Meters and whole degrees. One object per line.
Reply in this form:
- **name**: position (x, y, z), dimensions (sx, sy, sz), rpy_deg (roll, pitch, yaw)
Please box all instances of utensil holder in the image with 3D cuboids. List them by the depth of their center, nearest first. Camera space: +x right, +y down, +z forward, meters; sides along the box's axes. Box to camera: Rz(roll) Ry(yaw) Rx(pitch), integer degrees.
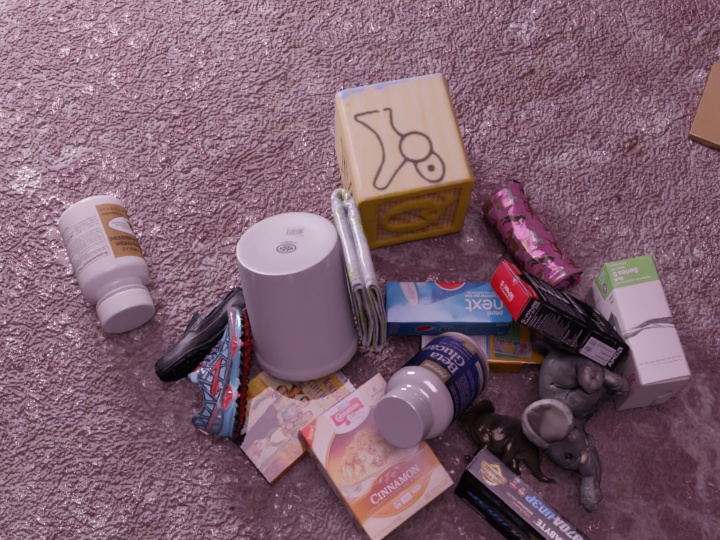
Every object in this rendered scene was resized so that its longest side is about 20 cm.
- **utensil holder**: position (-0.097, 0.039, 1.604), dimensions (0.167, 0.202, 0.171), rpy_deg (-6, 38, 5)

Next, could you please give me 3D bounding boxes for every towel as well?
- **towel**: position (0.000, 0.000, 1.619), dimensions (0.047, 0.173, 0.202), rpy_deg (-13, 51, -3)

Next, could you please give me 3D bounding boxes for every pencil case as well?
- **pencil case**: position (0.285, -0.050, 1.743), dimensions (0.086, 0.083, 0.202), rpy_deg (-30, 71, -6)

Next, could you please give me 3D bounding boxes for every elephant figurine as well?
- **elephant figurine**: position (0.311, 0.233, 1.594), dimensions (0.140, 0.155, 0.203), rpy_deg (25, 89, -21)

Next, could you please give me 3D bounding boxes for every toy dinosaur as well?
- **toy dinosaur**: position (0.222, 0.262, 1.618), dimensions (0.197, 0.077, 0.103), rpy_deg (25, 76, 12)

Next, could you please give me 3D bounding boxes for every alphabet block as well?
- **alphabet block**: position (0.066, -0.176, 1.729), dimensions (0.192, 0.197, 0.203), rpy_deg (-11, 68, -4)

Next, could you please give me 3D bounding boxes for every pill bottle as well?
- **pill bottle**: position (0.103, 0.179, 1.549), dimensions (0.111, 0.112, 0.199), rpy_deg (38, 36, 13)
- **pill bottle**: position (-0.405, -0.009, 1.695), dimensions (0.113, 0.115, 0.202), rpy_deg (-22, 70, -10)

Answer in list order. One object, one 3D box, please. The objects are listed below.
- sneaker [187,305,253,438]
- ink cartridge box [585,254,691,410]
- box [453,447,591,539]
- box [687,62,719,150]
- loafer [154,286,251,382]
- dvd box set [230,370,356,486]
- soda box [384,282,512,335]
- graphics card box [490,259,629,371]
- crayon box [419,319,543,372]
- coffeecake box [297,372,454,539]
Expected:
- **sneaker**: position (-0.219, 0.151, 1.612), dimensions (0.094, 0.079, 0.204), rpy_deg (4, 75, 4)
- **ink cartridge box**: position (0.431, 0.100, 1.649), dimensions (0.082, 0.146, 0.203), rpy_deg (-9, 68, -6)
- **box**: position (0.232, 0.357, 1.534), dimensions (0.199, 0.159, 0.046), rpy_deg (40, 71, 14)
- **box**: position (0.700, -0.271, 1.873), dimensions (0.197, 0.021, 0.165), rpy_deg (22, 69, 8)
- **loafer**: position (-0.251, 0.102, 1.682), dimensions (0.200, 0.068, 0.070), rpy_deg (-38, 65, -20)
- **dvd box set**: position (-0.112, 0.218, 1.654), dimensions (0.199, 0.029, 0.147), rpy_deg (-39, 74, -15)
- **soda box**: position (0.136, 0.060, 1.650), dimensions (0.196, 0.064, 0.069), rpy_deg (0, 67, -1)
- **graphics card box**: position (0.300, 0.068, 1.588), dimensions (0.198, 0.126, 0.051), rpy_deg (25, 107, -23)
- **crayon box**: position (0.194, 0.095, 1.698), dimensions (0.196, 0.052, 0.128), rpy_deg (3, 68, 1)
- **coffeecake box**: position (0.021, 0.284, 1.590), dimensions (0.152, 0.073, 0.201), rpy_deg (-34, 82, -14)
